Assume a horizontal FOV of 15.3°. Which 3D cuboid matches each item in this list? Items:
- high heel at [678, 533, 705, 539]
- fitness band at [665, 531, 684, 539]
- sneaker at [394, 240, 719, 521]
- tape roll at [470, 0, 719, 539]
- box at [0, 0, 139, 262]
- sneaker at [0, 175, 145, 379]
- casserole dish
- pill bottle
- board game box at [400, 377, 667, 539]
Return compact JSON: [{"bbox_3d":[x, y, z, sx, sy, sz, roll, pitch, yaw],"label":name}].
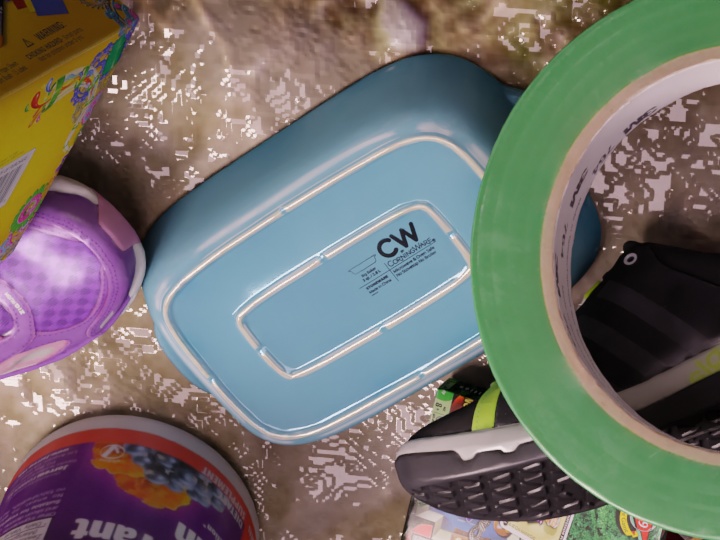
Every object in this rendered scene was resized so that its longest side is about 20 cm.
[{"bbox_3d":[0.186,0.177,1.032,0.142,0.071,0.201,4,85,3],"label":"high heel"},{"bbox_3d":[0.163,0.177,1.095,0.200,0.037,0.144,-3,97,12],"label":"fitness band"},{"bbox_3d":[0.105,0.033,1.027,0.200,0.083,0.072,-19,152,10],"label":"sneaker"},{"bbox_3d":[0.141,-0.003,0.952,0.200,0.048,0.201,-1,83,12],"label":"tape roll"},{"bbox_3d":[-0.219,-0.071,0.917,0.192,0.200,0.122,37,121,7],"label":"box"},{"bbox_3d":[-0.175,0.032,1.058,0.200,0.089,0.081,-24,113,24],"label":"sneaker"},{"bbox_3d":[0.000,0.000,1.045,0.200,0.039,0.121,-31,111,23],"label":"casserole dish"},{"bbox_3d":[-0.109,0.155,1.059,0.111,0.200,0.112,4,121,7],"label":"pill bottle"},{"bbox_3d":[0.059,0.154,1.088,0.105,0.023,0.200,16,103,13],"label":"board game box"}]
